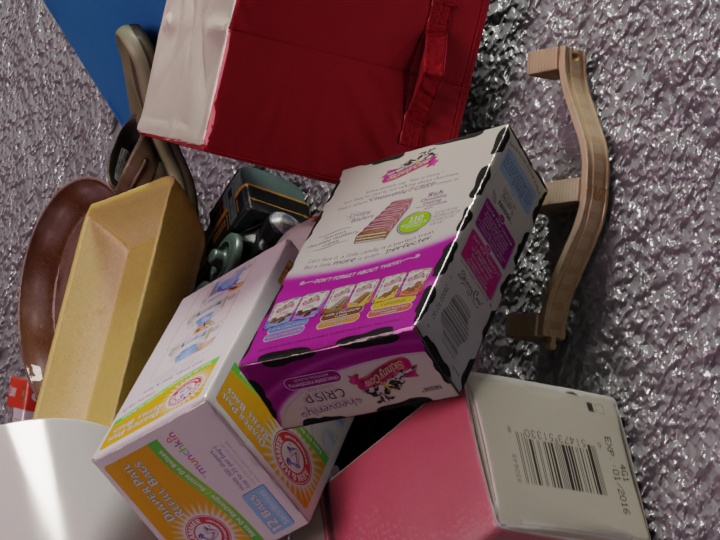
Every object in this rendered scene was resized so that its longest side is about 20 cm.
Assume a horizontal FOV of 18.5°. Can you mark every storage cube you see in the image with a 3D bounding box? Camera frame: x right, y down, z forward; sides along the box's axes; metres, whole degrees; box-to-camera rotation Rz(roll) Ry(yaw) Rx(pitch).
[{"bbox_3d":[-0.035,-0.153,1.547,0.200,0.179,0.172,-159,81,-68],"label":"storage cube"}]

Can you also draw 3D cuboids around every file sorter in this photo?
[{"bbox_3d":[-0.134,-0.211,1.754,0.200,0.123,0.139,-7,119,54],"label":"file sorter"}]

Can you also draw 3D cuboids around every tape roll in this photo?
[{"bbox_3d":[-0.214,0.216,1.477,0.203,0.202,0.139,-56,40,30],"label":"tape roll"}]

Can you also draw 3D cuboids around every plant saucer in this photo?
[{"bbox_3d":[-0.175,0.042,1.633,0.200,0.048,0.201,-13,62,65],"label":"plant saucer"},{"bbox_3d":[-0.219,0.024,1.804,0.200,0.034,0.201,-8,79,52],"label":"plant saucer"}]

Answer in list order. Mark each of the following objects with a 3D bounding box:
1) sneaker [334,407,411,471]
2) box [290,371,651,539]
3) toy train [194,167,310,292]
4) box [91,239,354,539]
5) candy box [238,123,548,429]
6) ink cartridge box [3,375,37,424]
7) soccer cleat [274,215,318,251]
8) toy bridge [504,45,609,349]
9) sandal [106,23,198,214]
[{"bbox_3d":[-0.017,0.110,1.570,0.104,0.060,0.200,-35,45,29],"label":"sneaker"},{"bbox_3d":[0.065,0.163,1.384,0.200,0.128,0.109,-43,48,41],"label":"box"},{"bbox_3d":[-0.102,0.015,1.719,0.200,0.085,0.114,-57,27,34],"label":"toy train"},{"bbox_3d":[-0.078,0.089,1.454,0.101,0.113,0.200,-29,19,28],"label":"box"},{"bbox_3d":[0.024,0.003,1.383,0.136,0.061,0.200,-13,34,34],"label":"candy box"},{"bbox_3d":[-0.285,0.132,1.948,0.109,0.050,0.201,177,102,-73],"label":"ink cartridge box"},{"bbox_3d":[0.000,0.000,1.555,0.078,0.069,0.200,-47,25,-27],"label":"soccer cleat"},{"bbox_3d":[0.132,-0.048,1.436,0.067,0.027,0.201,-7,76,54],"label":"toy bridge"},{"bbox_3d":[-0.171,-0.089,1.709,0.080,0.057,0.202,-166,61,-67],"label":"sandal"}]
